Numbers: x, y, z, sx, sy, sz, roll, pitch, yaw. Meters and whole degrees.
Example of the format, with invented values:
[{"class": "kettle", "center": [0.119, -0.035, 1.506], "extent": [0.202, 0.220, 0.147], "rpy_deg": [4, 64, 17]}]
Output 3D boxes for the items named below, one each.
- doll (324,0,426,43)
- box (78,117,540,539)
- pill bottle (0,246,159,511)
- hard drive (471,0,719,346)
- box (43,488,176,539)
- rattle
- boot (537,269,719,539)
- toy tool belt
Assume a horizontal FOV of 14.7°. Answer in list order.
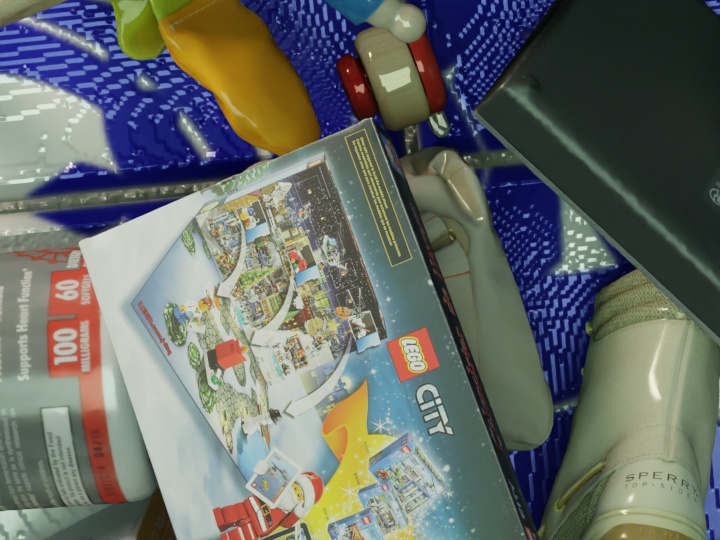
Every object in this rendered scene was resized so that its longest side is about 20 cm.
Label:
[{"class": "doll", "center": [0.013, -0.162, 1.146], "extent": [0.199, 0.048, 0.137], "rpy_deg": [-10, 99, -13]}, {"class": "box", "center": [-0.020, 0.056, 1.144], "extent": [0.136, 0.038, 0.201], "rpy_deg": [-22, 74, 8]}, {"class": "pill bottle", "center": [-0.191, 0.052, 1.245], "extent": [0.199, 0.116, 0.116], "rpy_deg": [-5, 101, 3]}, {"class": "hard drive", "center": [0.153, -0.043, 1.203], "extent": [0.200, 0.140, 0.033], "rpy_deg": [43, 134, -6]}, {"class": "box", "center": [-0.092, 0.218, 1.268], "extent": [0.097, 0.124, 0.200], "rpy_deg": [-27, 99, 6]}, {"class": "rattle", "center": [-0.134, -0.087, 1.217], "extent": [0.200, 0.130, 0.143], "rpy_deg": [-25, 111, 10]}, {"class": "boot", "center": [0.115, 0.095, 1.250], "extent": [0.072, 0.200, 0.155], "rpy_deg": [14, 61, -6]}, {"class": "toy tool belt", "center": [0.000, 0.000, 1.224], "extent": [0.123, 0.125, 0.201], "rpy_deg": [-20, 99, -2]}]
